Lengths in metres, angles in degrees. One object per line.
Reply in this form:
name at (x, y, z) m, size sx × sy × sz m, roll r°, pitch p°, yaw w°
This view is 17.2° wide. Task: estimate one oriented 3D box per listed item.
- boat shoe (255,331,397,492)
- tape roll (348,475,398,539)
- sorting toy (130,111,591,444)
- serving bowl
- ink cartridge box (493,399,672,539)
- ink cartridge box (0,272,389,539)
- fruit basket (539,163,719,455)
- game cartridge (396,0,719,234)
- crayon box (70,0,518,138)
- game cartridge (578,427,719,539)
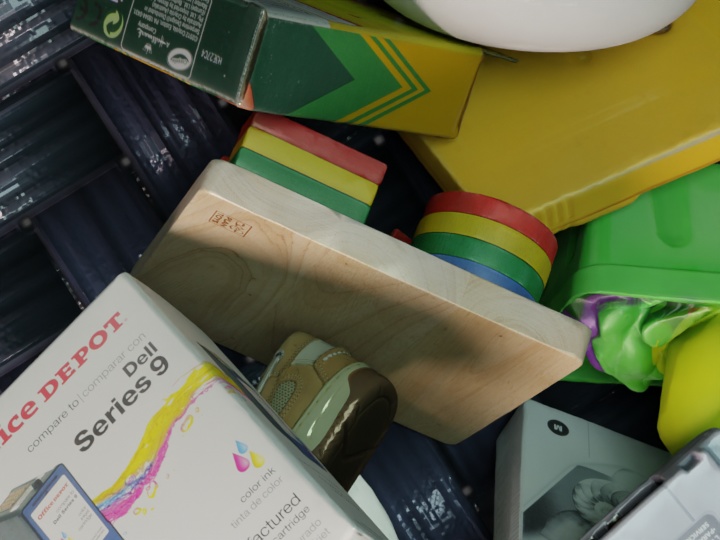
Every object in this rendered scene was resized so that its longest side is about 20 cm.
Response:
boat shoe at (-0.065, 0.121, 1.173) m, size 0.076 × 0.072 × 0.200 m, roll 33°, pitch 82°, yaw 26°
tape roll at (-0.079, 0.173, 1.226) m, size 0.202 × 0.071 × 0.202 m, roll 2°, pitch 83°, yaw -13°
sorting toy at (0.000, 0.000, 1.201) m, size 0.199 × 0.200 × 0.070 m, roll 24°, pitch 69°, yaw -9°
serving bowl at (0.087, -0.161, 1.245) m, size 0.200 × 0.200 × 0.066 m, roll -1°, pitch 119°, yaw -13°
ink cartridge box at (0.163, 0.170, 1.232) m, size 0.200 × 0.041 × 0.200 m, roll 21°, pitch 35°, yaw -10°
ink cartridge box at (-0.089, 0.120, 1.092) m, size 0.145 × 0.088 × 0.200 m, roll -44°, pitch 51°, yaw 0°
fruit basket at (0.194, 0.048, 1.256) m, size 0.216 × 0.156 × 0.216 m, roll 5°, pitch 68°, yaw -12°
game cartridge at (0.118, -0.103, 1.270) m, size 0.200 × 0.032 × 0.176 m, roll -24°, pitch 48°, yaw -12°
crayon box at (-0.029, -0.113, 1.200) m, size 0.200 × 0.127 × 0.051 m, roll 4°, pitch 108°, yaw -49°
game cartridge at (0.138, 0.189, 1.141) m, size 0.200 × 0.040 × 0.133 m, roll -40°, pitch 92°, yaw -7°
